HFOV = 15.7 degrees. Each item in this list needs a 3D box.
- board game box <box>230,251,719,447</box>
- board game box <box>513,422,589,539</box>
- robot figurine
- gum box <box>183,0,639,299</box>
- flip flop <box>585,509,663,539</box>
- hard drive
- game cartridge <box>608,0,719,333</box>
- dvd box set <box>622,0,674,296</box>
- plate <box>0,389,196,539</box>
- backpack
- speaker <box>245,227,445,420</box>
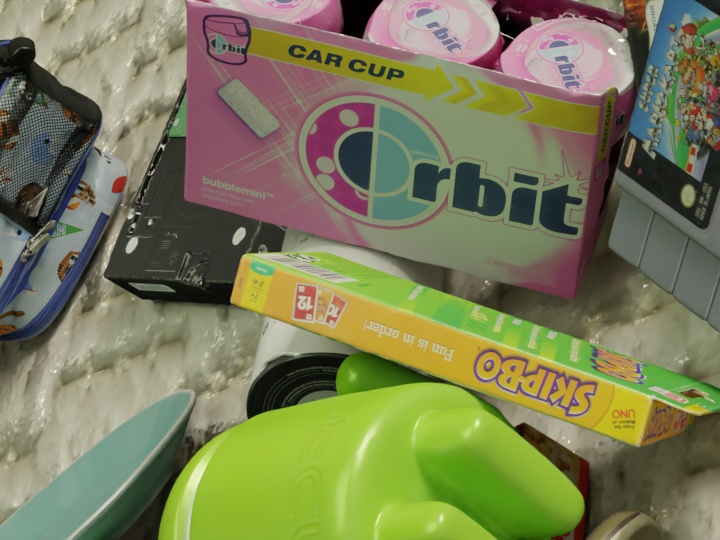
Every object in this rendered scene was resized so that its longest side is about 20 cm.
[{"bbox_3d":[0.054,0.032,1.073,0.199,0.095,0.030,16,96,19],"label":"board game box"},{"bbox_3d":[0.022,0.181,1.117,0.151,0.046,0.201,-24,46,42],"label":"board game box"},{"bbox_3d":[-0.004,0.110,1.057,0.199,0.116,0.176,-16,45,47],"label":"robot figurine"},{"bbox_3d":[0.024,-0.069,1.158,0.066,0.198,0.114,-64,-16,-46],"label":"gum box"},{"bbox_3d":[0.102,0.189,0.990,0.057,0.081,0.201,-3,55,21],"label":"flip flop"},{"bbox_3d":[-0.057,-0.077,1.437,0.139,0.038,0.201,1,65,53],"label":"hard drive"},{"bbox_3d":[0.165,-0.065,1.017,0.129,0.038,0.201,36,128,34],"label":"game cartridge"},{"bbox_3d":[0.192,-0.065,1.035,0.199,0.029,0.148,-4,98,51],"label":"dvd box set"},{"bbox_3d":[-0.155,0.136,1.350,0.200,0.026,0.200,-39,8,7],"label":"plate"},{"bbox_3d":[-0.246,-0.037,1.551,0.191,0.154,0.200,-56,26,-12],"label":"backpack"},{"bbox_3d":[0.000,0.000,1.224,0.081,0.081,0.201,-34,28,32],"label":"speaker"}]
